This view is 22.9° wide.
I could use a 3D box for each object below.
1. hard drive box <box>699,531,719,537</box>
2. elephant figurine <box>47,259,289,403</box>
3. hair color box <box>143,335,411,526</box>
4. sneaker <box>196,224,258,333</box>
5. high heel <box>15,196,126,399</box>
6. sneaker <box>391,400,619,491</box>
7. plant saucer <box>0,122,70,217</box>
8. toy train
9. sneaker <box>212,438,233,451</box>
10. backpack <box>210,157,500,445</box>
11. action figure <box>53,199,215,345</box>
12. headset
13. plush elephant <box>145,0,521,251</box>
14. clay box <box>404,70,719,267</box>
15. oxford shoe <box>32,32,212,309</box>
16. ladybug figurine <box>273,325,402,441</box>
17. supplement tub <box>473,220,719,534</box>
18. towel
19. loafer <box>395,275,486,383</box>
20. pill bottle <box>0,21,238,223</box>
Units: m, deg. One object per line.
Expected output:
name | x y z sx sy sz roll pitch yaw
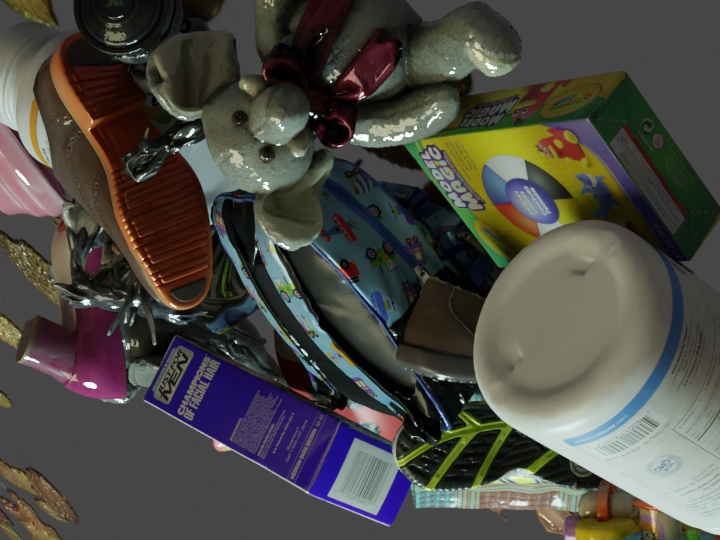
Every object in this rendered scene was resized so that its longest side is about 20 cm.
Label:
hard drive box | 0.289 0.294 1.393 0.156 0.077 0.200 8 140 46
elephant figurine | -0.147 0.054 1.556 0.200 0.155 0.142 9 108 31
hair color box | -0.062 0.122 1.375 0.200 0.065 0.109 21 174 42
sneaker | -0.095 -0.011 1.412 0.083 0.071 0.200 51 149 -1
high heel | -0.215 0.006 1.494 0.096 0.200 0.067 25 165 -23
sneaker | 0.119 0.117 1.272 0.200 0.076 0.076 2 -177 -10
plant saucer | -0.316 -0.120 1.465 0.201 0.051 0.201 54 177 4
toy train | 0.217 0.162 1.195 0.200 0.150 0.056 -138 40 -81
sneaker | -0.091 0.139 1.631 0.200 0.090 0.078 22 148 29
backpack | 0.000 0.000 1.216 0.200 0.135 0.183 52 162 -21
action figure | -0.176 -0.023 1.371 0.200 0.119 0.102 -113 31 -63
headset | -0.145 -0.144 1.174 0.124 0.094 0.200 45 -170 -48
plush elephant | -0.034 -0.111 1.075 0.165 0.155 0.200 42 154 -6
clay box | 0.112 -0.057 1.094 0.115 0.048 0.200 50 152 -23
oxford shoe | -0.163 -0.061 1.217 0.073 0.071 0.200 -30 82 47
ladybug figurine | -0.008 0.089 1.459 0.136 0.072 0.200 9 141 46
supplement tub | 0.174 0.066 1.047 0.200 0.132 0.132 31 164 -39
towel | 0.106 0.135 1.365 0.146 0.022 0.200 1 145 5
loafer | 0.118 0.035 1.135 0.200 0.071 0.073 2 -173 -34
pill bottle | -0.183 -0.115 1.319 0.200 0.111 0.111 25 151 27
